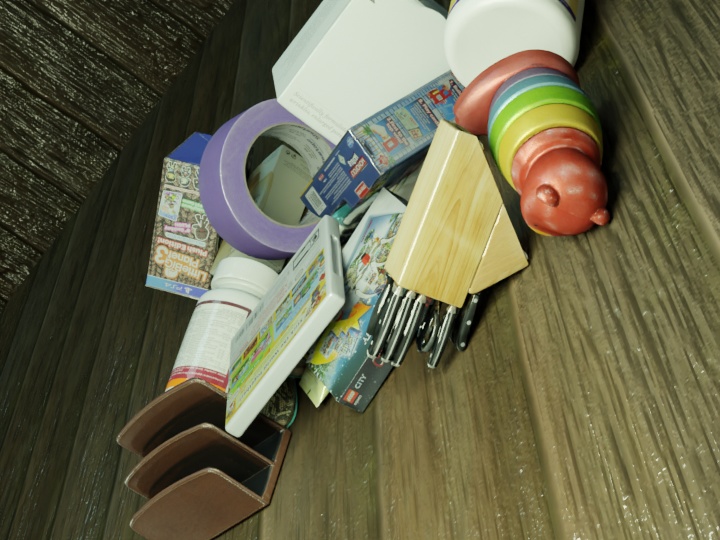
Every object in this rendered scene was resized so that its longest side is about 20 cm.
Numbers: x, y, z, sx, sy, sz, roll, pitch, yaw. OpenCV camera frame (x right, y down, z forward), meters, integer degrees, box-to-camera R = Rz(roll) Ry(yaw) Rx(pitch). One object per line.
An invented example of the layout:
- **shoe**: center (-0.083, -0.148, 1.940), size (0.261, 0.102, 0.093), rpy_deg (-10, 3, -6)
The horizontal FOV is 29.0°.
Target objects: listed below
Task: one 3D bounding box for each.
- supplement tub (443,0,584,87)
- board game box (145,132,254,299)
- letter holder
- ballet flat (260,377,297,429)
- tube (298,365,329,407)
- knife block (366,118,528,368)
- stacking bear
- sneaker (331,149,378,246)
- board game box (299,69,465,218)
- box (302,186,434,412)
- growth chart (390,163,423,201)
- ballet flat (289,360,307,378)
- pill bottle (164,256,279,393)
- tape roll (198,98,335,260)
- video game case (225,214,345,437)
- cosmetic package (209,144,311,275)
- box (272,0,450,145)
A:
- **supplement tub**: center (0.172, -0.295, 1.507), size (0.145, 0.145, 0.201), rpy_deg (-39, 25, 40)
- **board game box**: center (-0.237, -0.082, 2.060), size (0.160, 0.096, 0.202), rpy_deg (-63, -14, -68)
- **letter holder**: center (-0.198, 0.223, 1.575), size (0.200, 0.142, 0.101), rpy_deg (-37, 26, 43)
- **ballet flat**: center (-0.106, 0.107, 1.642), size (0.068, 0.075, 0.201), rpy_deg (-46, 21, 28)
- **tube**: center (-0.006, 0.054, 1.536), size (0.201, 0.052, 0.058), rpy_deg (-58, -18, 2)
- **knife block**: center (0.058, -0.016, 1.303), size (0.174, 0.201, 0.064), rpy_deg (-26, 20, -5)
- **stacking bear**: center (0.172, -0.106, 1.273), size (0.114, 0.121, 0.201), rpy_deg (-53, 28, 28)
- **sneaker**: center (-0.021, -0.095, 1.725), size (0.078, 0.079, 0.200), rpy_deg (-50, 12, 25)
- **board game box**: center (0.048, -0.142, 1.538), size (0.199, 0.062, 0.200), rpy_deg (-35, -4, -24)
- **box**: center (0.013, 0.029, 1.457), size (0.201, 0.038, 0.137), rpy_deg (-57, 38, 8)
- **growth chart**: center (0.073, -0.110, 1.593), size (0.201, 0.018, 0.144), rpy_deg (-53, 19, -18)
- **ballet flat**: center (-0.063, 0.041, 1.643), size (0.201, 0.067, 0.068), rpy_deg (-91, 9, -52)
- **pill bottle**: center (-0.165, 0.092, 1.733), size (0.109, 0.109, 0.202), rpy_deg (-28, 39, 54)
- **tape roll**: center (-0.104, -0.117, 1.809), size (0.201, 0.199, 0.085), rpy_deg (-62, 19, -18)
- **video game case**: center (-0.083, 0.057, 1.506), size (0.200, 0.023, 0.182), rpy_deg (-52, 19, 21)
- **cosmetic package**: center (-0.139, -0.073, 2.016), size (0.105, 0.071, 0.201), rpy_deg (-37, 27, 45)
- **box**: center (0.027, -0.247, 1.699), size (0.200, 0.198, 0.131), rpy_deg (-51, 19, 15)
